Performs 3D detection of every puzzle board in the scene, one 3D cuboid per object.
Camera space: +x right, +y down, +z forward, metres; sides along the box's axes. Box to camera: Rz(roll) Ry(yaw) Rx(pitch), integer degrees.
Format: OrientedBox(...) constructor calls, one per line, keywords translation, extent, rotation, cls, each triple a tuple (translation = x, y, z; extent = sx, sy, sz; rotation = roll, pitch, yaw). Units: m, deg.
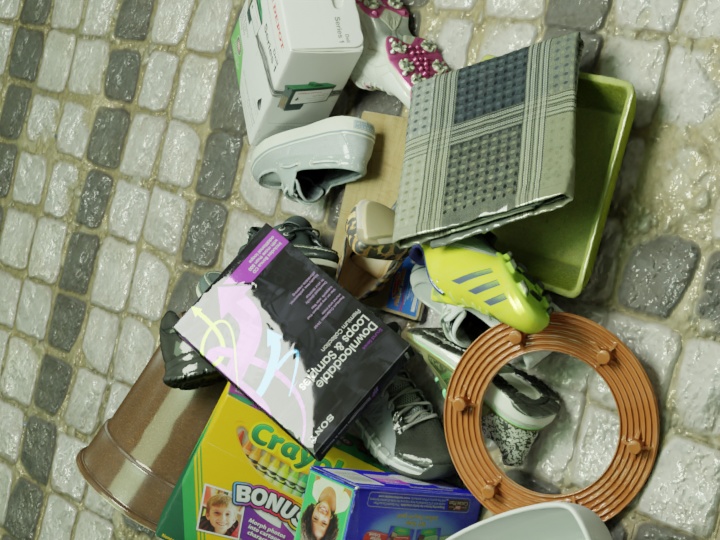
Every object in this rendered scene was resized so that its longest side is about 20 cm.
OrientedBox(translation=(0.035, -0.059, 1.700), extent=(0.150, 0.017, 0.202), rotation=(15, 94, 46), cls="puzzle board")

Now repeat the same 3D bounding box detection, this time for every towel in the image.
OrientedBox(translation=(0.120, -0.116, 1.497), extent=(0.191, 0.035, 0.201), rotation=(-15, 50, 32), cls="towel")

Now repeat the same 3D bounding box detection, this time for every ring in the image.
OrientedBox(translation=(0.167, 0.137, 1.452), extent=(0.199, 0.019, 0.202), rotation=(2, 96, 22), cls="ring")

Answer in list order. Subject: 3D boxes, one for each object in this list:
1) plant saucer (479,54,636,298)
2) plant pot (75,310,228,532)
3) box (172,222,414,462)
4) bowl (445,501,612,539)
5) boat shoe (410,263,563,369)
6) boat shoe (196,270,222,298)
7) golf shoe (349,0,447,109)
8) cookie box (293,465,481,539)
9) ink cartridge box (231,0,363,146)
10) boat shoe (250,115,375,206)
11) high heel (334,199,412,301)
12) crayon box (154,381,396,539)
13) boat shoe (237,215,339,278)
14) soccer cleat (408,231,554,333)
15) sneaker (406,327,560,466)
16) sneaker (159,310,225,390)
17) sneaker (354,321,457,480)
OrientedBox(translation=(0.172, -0.090, 1.536), extent=(0.199, 0.048, 0.202), rotation=(20, 97, 47), cls="plant saucer")
OrientedBox(translation=(-0.175, 0.165, 1.764), extent=(0.200, 0.200, 0.199), rotation=(37, 101, 44), cls="plant pot")
OrientedBox(translation=(-0.066, 0.068, 1.585), extent=(0.200, 0.036, 0.143), rotation=(39, 82, 18), cls="box")
OrientedBox(translation=(0.165, 0.310, 1.431), extent=(0.199, 0.074, 0.202), rotation=(-27, 73, 41), cls="bowl")
OrientedBox(translation=(0.106, 0.039, 1.539), extent=(0.067, 0.074, 0.199), rotation=(-43, 35, -23), cls="boat shoe")
OrientedBox(translation=(-0.103, 0.033, 1.781), extent=(0.199, 0.072, 0.062), rotation=(28, 116, 38), cls="boat shoe")
OrientedBox(translation=(0.031, -0.216, 1.705), extent=(0.092, 0.075, 0.201), rotation=(-62, 39, 34), cls="golf shoe")
OrientedBox(translation=(0.013, 0.296, 1.540), extent=(0.075, 0.170, 0.202), rotation=(15, 93, 49), cls="cookie box")
OrientedBox(translation=(-0.071, -0.246, 1.745), extent=(0.200, 0.084, 0.147), rotation=(121, 141, -60), cls="ink cartridge box")
OrientedBox(translation=(-0.059, -0.109, 1.753), extent=(0.200, 0.070, 0.072), rotation=(-17, 61, 51), cls="boat shoe")
OrientedBox(translation=(0.000, 0.000, 1.595), extent=(0.071, 0.200, 0.143), rotation=(35, 108, 5), cls="high heel")
OrientedBox(translation=(-0.081, 0.229, 1.640), extent=(0.173, 0.199, 0.058), rotation=(-62, 7, 18), cls="crayon box")
OrientedBox(translation=(-0.076, -0.026, 1.762), extent=(0.199, 0.074, 0.067), rotation=(-6, 69, 66), cls="boat shoe")
OrientedBox(translation=(0.107, 0.012, 1.474), extent=(0.084, 0.065, 0.200), rotation=(-45, 37, 5), cls="soccer cleat")
OrientedBox(translation=(0.102, 0.120, 1.557), extent=(0.200, 0.076, 0.089), rotation=(39, 119, 46), cls="sneaker")
OrientedBox(translation=(-0.111, 0.056, 1.651), extent=(0.076, 0.198, 0.091), rotation=(106, 149, -72), cls="sneaker")
OrientedBox(translation=(0.032, 0.115, 1.604), extent=(0.200, 0.075, 0.116), rotation=(37, 129, 44), cls="sneaker")
